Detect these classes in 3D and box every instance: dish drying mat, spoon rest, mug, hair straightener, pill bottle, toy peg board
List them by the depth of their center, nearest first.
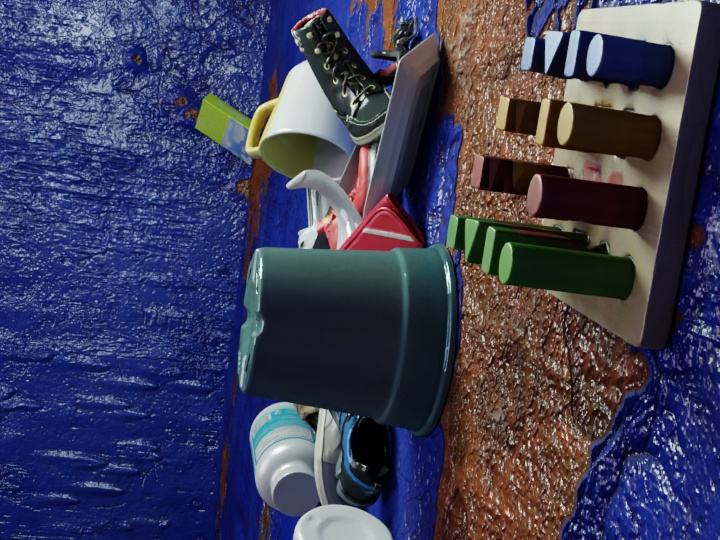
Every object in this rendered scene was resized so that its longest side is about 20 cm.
[{"bbox_3d":[0.130,-0.074,0.757,0.200,0.096,0.202,-134,51,-75],"label":"toy peg board"},{"bbox_3d":[-0.033,0.375,1.302,0.114,0.112,0.202,-107,25,-63],"label":"pill bottle"},{"bbox_3d":[0.000,0.000,1.355,0.077,0.018,0.200,53,131,12],"label":"dish drying mat"},{"bbox_3d":[-0.015,-0.030,1.410,0.099,0.060,0.202,-30,86,43],"label":"spoon rest"},{"bbox_3d":[0.041,-0.281,1.468,0.200,0.040,0.078,-169,86,-84],"label":"hair straightener"},{"bbox_3d":[-0.103,0.281,1.718,0.200,0.109,0.112,-115,34,-70],"label":"pill bottle"},{"bbox_3d":[-0.084,-0.237,1.778,0.150,0.184,0.155,85,-166,-66],"label":"mug"}]

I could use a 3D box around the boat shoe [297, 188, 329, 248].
[{"bbox_3d":[-0.064,-0.052,1.811,0.072,0.068,0.203,140,135,-74],"label":"boat shoe"}]

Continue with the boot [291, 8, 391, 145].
[{"bbox_3d":[-0.019,-0.244,1.463,0.155,0.073,0.204,57,178,-20],"label":"boot"}]

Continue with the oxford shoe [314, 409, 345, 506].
[{"bbox_3d":[-0.017,0.211,1.455,0.075,0.057,0.203,24,-114,-58],"label":"oxford shoe"}]

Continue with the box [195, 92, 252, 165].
[{"bbox_3d":[-0.373,-0.405,3.359,0.048,0.199,0.122,-51,-8,-42],"label":"box"}]

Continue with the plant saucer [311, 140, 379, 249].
[{"bbox_3d":[-0.018,-0.106,1.583,0.200,0.027,0.202,-155,89,-89],"label":"plant saucer"}]

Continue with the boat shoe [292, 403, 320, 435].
[{"bbox_3d":[-0.055,0.187,1.558,0.200,0.071,0.077,61,-168,-69],"label":"boat shoe"}]

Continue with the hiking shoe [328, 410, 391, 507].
[{"bbox_3d":[0.006,0.168,1.360,0.087,0.073,0.202,129,138,-56],"label":"hiking shoe"}]

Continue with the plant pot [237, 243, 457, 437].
[{"bbox_3d":[-0.021,0.060,1.202,0.200,0.193,0.203,-173,90,-79],"label":"plant pot"}]

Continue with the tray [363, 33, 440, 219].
[{"bbox_3d":[0.051,-0.159,1.324,0.107,0.022,0.202,-48,-23,-54],"label":"tray"}]

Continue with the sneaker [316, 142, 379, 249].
[{"bbox_3d":[-0.013,-0.062,1.467,0.077,0.084,0.203,-30,-49,-73],"label":"sneaker"}]
